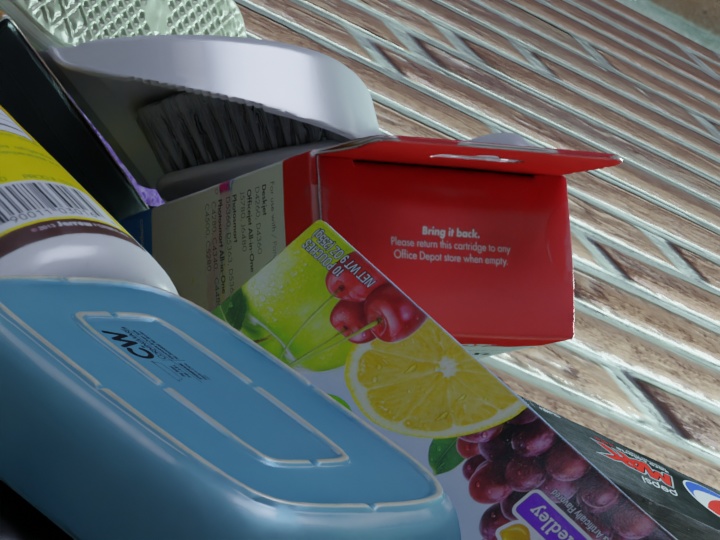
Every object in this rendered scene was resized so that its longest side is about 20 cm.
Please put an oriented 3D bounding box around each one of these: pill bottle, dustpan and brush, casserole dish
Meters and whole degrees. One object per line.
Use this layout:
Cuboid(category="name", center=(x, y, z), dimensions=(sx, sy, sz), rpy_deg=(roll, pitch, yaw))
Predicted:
Cuboid(category="pill bottle", center=(-0.153, -0.007, 1.039), dimensions=(0.109, 0.110, 0.200), rpy_deg=(17, 18, -44))
Cuboid(category="dustpan and brush", center=(-0.014, -0.050, 1.161), dimensions=(0.199, 0.058, 0.140), rpy_deg=(-8, -25, 13))
Cuboid(category="casserole dish", center=(-0.050, 0.050, 0.870), dimensions=(0.121, 0.039, 0.200), rpy_deg=(3, 23, -47))

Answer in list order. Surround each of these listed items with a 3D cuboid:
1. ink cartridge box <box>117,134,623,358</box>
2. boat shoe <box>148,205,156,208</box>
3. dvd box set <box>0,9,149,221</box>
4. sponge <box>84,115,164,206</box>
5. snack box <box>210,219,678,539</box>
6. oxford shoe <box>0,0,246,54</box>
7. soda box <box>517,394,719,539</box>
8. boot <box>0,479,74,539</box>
Cuboid(category="ink cartridge box", center=(0.000, 0.000, 1.116), dimensions=(0.116, 0.068, 0.200), rpy_deg=(3, -10, -33))
Cuboid(category="boat shoe", center=(-0.054, 0.027, 1.258), dimensions=(0.201, 0.065, 0.075), rpy_deg=(16, 29, -33))
Cuboid(category="dvd box set", center=(-0.177, -0.096, 1.196), dimensions=(0.200, 0.029, 0.146), rpy_deg=(38, -12, 37))
Cuboid(category="sponge", center=(-0.132, -0.073, 1.297), dimensions=(0.200, 0.030, 0.111), rpy_deg=(51, -9, -30))
Cuboid(category="snack box", center=(-0.002, 0.091, 0.931), dimensions=(0.200, 0.142, 0.053), rpy_deg=(41, -10, 41))
Cuboid(category="oxford shoe", center=(-0.120, -0.114, 1.187), dimensions=(0.057, 0.076, 0.200), rpy_deg=(0, -17, 32))
Cuboid(category="soda box", center=(0.104, 0.114, 1.234), dimensions=(0.199, 0.071, 0.063), rpy_deg=(26, 13, -20))
Cuboid(category="boot", center=(-0.072, 0.108, 0.848), dimensions=(0.197, 0.074, 0.163), rpy_deg=(16, 18, -17))
